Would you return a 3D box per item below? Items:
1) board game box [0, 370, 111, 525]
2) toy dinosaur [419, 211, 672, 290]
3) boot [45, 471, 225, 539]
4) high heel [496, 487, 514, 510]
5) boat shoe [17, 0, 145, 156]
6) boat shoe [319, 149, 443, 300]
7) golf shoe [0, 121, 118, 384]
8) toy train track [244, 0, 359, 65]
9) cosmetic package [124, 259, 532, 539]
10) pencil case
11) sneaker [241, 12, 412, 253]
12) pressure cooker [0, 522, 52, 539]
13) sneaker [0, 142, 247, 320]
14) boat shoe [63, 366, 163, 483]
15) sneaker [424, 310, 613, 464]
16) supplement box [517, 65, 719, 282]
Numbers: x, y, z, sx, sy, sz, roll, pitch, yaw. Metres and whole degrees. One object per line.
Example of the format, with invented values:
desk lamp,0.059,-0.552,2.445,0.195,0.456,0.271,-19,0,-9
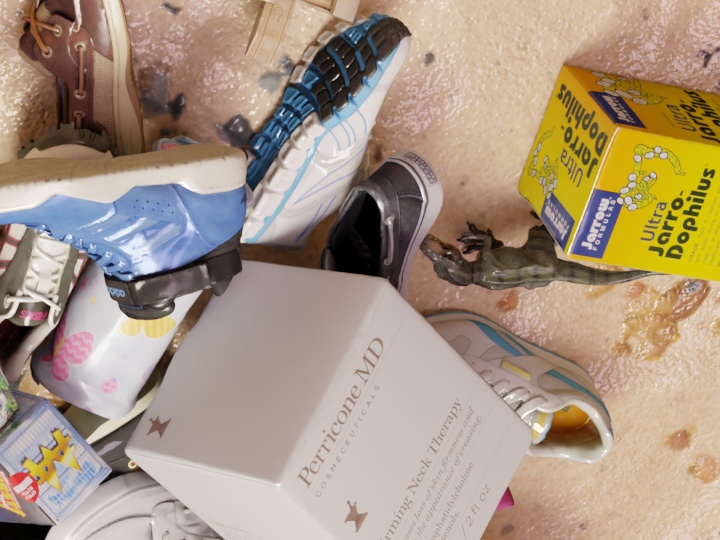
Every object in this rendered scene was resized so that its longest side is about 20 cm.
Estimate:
board game box,-0.272,0.095,1.601,0.062,0.199,0.201,-47,132,-33
toy dinosaur,0.125,-0.013,1.746,0.198,0.088,0.048,1,119,-21
boot,-0.131,0.198,1.722,0.199,0.096,0.074,-13,136,-47
high heel,0.022,0.209,1.835,0.200,0.067,0.096,-43,89,-5
boat shoe,-0.192,-0.152,1.567,0.071,0.072,0.201,-14,130,-10
boat shoe,0.000,0.000,1.684,0.068,0.072,0.201,-31,158,-37
golf shoe,-0.211,-0.010,1.601,0.077,0.088,0.201,11,131,-21
toy train track,-0.079,-0.205,1.570,0.199,0.032,0.116,16,93,-32
cosmetic package,-0.020,0.120,1.653,0.200,0.166,0.168,45,65,-38
pencil case,-0.153,0.006,1.651,0.083,0.091,0.201,24,111,-24
sneaker,-0.018,-0.093,1.668,0.086,0.075,0.200,22,117,-35
pressure cooker,-0.237,0.303,1.743,0.175,0.179,0.201,7,115,-26
sneaker,-0.167,-0.017,1.532,0.199,0.077,0.112,-8,106,-27
boat shoe,-0.222,0.143,1.718,0.200,0.074,0.063,-28,121,-7
sneaker,0.109,0.092,1.805,0.199,0.081,0.077,17,113,-26
supplement box,0.236,-0.067,1.743,0.199,0.109,0.110,8,116,-24
